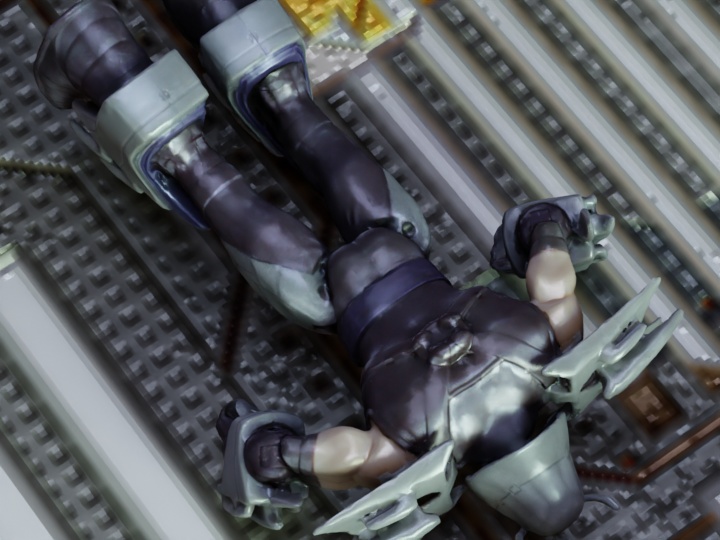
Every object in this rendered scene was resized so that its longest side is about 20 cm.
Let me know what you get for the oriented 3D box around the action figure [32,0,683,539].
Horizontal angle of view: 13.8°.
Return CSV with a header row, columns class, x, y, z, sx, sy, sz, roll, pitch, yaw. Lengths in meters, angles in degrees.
class,x,y,z,sx,sy,sz,roll,pitch,yaw
action figure,0.000,0.000,0.799,0.130,0.069,0.200,-32,69,-22
